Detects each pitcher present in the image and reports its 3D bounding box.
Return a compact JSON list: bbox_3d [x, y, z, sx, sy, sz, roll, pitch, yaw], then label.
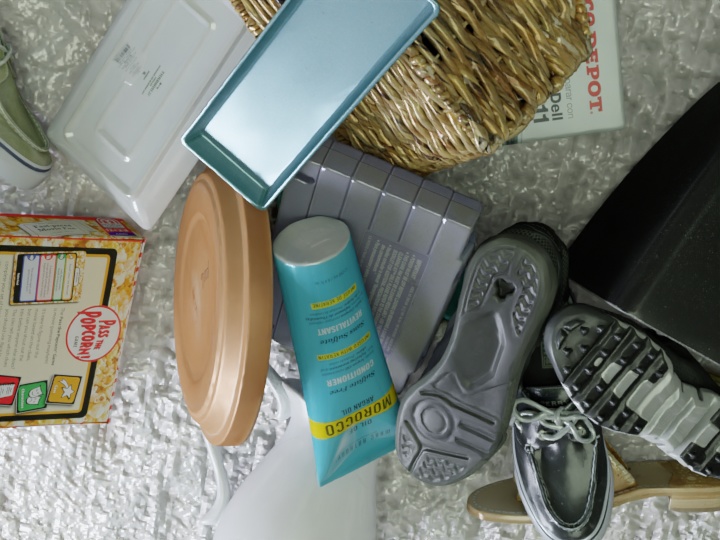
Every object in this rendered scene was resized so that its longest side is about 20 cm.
[{"bbox_3d":[-0.063,0.174,1.043,0.170,0.121,0.201,21,96,7],"label":"pitcher"}]

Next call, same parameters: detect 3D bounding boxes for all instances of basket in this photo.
[{"bbox_3d":[0.029,-0.174,0.868,0.143,0.149,0.200,-46,104,-22],"label":"basket"}]

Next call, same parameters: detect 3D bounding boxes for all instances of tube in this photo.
[{"bbox_3d":[-0.014,0.058,0.928,0.077,0.050,0.201,-21,128,-11],"label":"tube"}]

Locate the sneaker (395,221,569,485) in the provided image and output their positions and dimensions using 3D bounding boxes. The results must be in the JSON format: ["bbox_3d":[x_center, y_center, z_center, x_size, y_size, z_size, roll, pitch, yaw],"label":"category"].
[{"bbox_3d":[0.090,0.052,0.946,0.076,0.114,0.201,26,116,15],"label":"sneaker"}]

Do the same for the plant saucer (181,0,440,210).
[{"bbox_3d":[-0.032,-0.114,0.808,0.070,0.019,0.200,41,131,-5],"label":"plant saucer"}]

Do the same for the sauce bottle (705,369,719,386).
[{"bbox_3d":[0.318,0.132,1.036,0.199,0.066,0.066,22,106,-2],"label":"sauce bottle"}]

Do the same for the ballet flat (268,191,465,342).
[{"bbox_3d":[0.010,0.003,1.018,0.199,0.072,0.072,31,105,-5],"label":"ballet flat"}]

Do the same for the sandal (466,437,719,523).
[{"bbox_3d":[0.183,0.141,1.042,0.210,0.078,0.070,-1,105,-6],"label":"sandal"}]

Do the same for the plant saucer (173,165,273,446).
[{"bbox_3d":[-0.099,0.019,0.948,0.032,0.200,0.202,1,108,-19],"label":"plant saucer"}]

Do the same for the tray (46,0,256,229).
[{"bbox_3d":[-0.137,-0.132,0.944,0.107,0.022,0.200,42,115,9],"label":"tray"}]

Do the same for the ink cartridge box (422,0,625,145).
[{"bbox_3d":[0.076,-0.160,0.948,0.198,0.083,0.148,-8,107,3],"label":"ink cartridge box"}]

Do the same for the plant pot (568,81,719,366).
[{"bbox_3d":[0.276,-0.019,0.935,0.199,0.200,0.178,29,95,-6],"label":"plant pot"}]

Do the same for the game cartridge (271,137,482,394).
[{"bbox_3d":[0.000,0.000,0.939,0.129,0.039,0.201,20,141,0],"label":"game cartridge"}]

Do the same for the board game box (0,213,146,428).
[{"bbox_3d":[-0.263,0.037,0.984,0.199,0.046,0.153,2,110,-37],"label":"board game box"}]

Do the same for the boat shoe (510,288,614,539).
[{"bbox_3d":[0.141,0.098,0.986,0.073,0.068,0.201,-2,77,10],"label":"boat shoe"}]

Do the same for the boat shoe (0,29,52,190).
[{"bbox_3d":[-0.278,-0.149,0.972,0.062,0.072,0.200,-35,100,14],"label":"boat shoe"}]

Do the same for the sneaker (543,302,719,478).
[{"bbox_3d":[0.184,0.070,0.934,0.199,0.091,0.067,31,104,-31],"label":"sneaker"}]
